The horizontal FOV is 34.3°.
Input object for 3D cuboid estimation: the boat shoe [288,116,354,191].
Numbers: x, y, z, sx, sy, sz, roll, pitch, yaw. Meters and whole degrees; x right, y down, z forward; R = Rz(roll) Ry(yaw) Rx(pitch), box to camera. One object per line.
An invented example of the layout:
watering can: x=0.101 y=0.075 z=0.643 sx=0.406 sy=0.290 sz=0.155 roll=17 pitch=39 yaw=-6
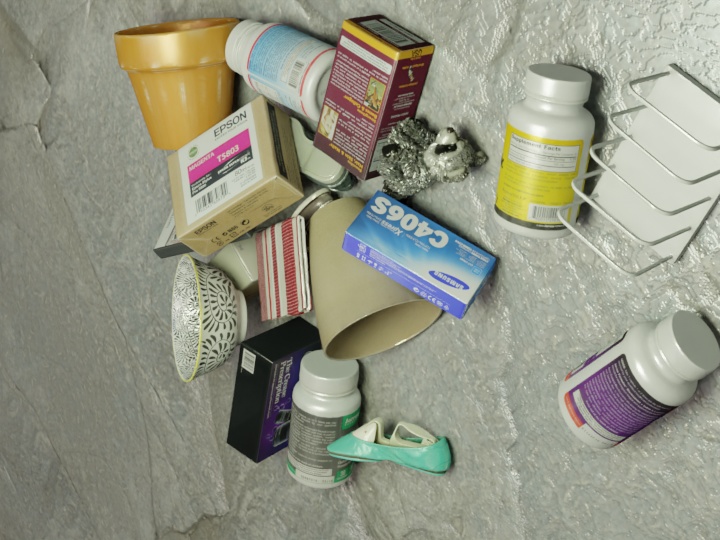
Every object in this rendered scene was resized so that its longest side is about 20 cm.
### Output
boat shoe: x=-0.082 y=-0.176 z=1.794 sx=0.199 sy=0.062 sz=0.073 roll=35 pitch=89 yaw=40

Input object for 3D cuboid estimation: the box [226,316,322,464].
box: x=-0.137 y=0.196 z=1.928 sx=0.078 sy=0.140 sz=0.203 roll=27 pitch=122 yaw=28

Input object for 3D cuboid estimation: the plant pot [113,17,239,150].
plant pot: x=-0.279 y=-0.295 z=1.854 sx=0.198 sy=0.199 sz=0.186 roll=10 pitch=113 yaw=41

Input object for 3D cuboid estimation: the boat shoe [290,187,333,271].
boat shoe: x=-0.082 y=-0.050 z=1.839 sx=0.060 sy=0.071 sz=0.201 roll=54 pitch=138 yaw=19

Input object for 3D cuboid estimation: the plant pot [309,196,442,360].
plant pot: x=0.000 y=0.000 z=1.721 sx=0.187 sy=0.185 sz=0.202 roll=-42 pitch=62 yaw=43

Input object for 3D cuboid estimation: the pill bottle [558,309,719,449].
pill bottle: x=0.349 y=0.134 z=1.461 sx=0.112 sy=0.111 sz=0.200 roll=57 pitch=134 yaw=12

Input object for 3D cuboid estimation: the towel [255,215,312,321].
towel: x=-0.118 y=-0.001 z=1.799 sx=0.199 sy=0.022 sz=0.147 roll=165 pitch=101 yaw=-66

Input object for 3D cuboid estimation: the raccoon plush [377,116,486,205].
raccoon plush: x=0.104 y=-0.130 z=1.651 sx=0.133 sy=0.097 sz=0.201 roll=27 pitch=152 yaw=19

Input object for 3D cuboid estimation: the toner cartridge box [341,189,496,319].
toner cartridge box: x=0.081 y=-0.024 z=1.631 sx=0.198 sy=0.095 sz=0.043 roll=30 pitch=147 yaw=11

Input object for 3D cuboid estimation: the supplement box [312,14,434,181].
supplement box: x=0.016 y=-0.246 z=1.665 sx=0.110 sy=0.085 sz=0.202 roll=36 pitch=126 yaw=29

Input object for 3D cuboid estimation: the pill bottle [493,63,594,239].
pill bottle: x=0.235 y=-0.151 z=1.471 sx=0.110 sy=0.111 sz=0.203 roll=25 pitch=120 yaw=35

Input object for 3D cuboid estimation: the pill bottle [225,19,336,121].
pill bottle: x=-0.108 y=-0.305 z=1.747 sx=0.199 sy=0.108 sz=0.110 roll=30 pitch=124 yaw=33

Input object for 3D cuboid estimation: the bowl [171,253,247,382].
bowl: x=-0.237 y=0.076 z=1.872 sx=0.200 sy=0.093 sz=0.204 roll=180 pitch=90 yaw=-68

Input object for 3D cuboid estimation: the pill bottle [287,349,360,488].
pill bottle: x=-0.058 y=0.239 z=1.887 sx=0.112 sy=0.112 sz=0.203 roll=25 pitch=121 yaw=35

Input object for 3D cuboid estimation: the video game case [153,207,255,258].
video game case: x=-0.227 y=-0.111 z=1.875 sx=0.198 sy=0.182 sz=0.026 roll=-11 pitch=136 yaw=35

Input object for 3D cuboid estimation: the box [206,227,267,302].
box: x=-0.219 y=0.016 z=1.979 sx=0.200 sy=0.094 sz=0.078 roll=-39 pitch=79 yaw=45

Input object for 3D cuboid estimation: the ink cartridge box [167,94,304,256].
ink cartridge box: x=-0.192 y=-0.142 z=1.767 sx=0.198 sy=0.075 sz=0.167 roll=-30 pitch=54 yaw=22

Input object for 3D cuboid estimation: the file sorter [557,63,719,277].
file sorter: x=0.341 y=-0.113 z=1.374 sx=0.139 sy=0.124 sz=0.202 roll=44 pitch=130 yaw=24

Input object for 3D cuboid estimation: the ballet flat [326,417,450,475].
ballet flat: x=0.046 y=0.264 z=1.805 sx=0.197 sy=0.067 sz=0.072 roll=7 pitch=99 yaw=16
